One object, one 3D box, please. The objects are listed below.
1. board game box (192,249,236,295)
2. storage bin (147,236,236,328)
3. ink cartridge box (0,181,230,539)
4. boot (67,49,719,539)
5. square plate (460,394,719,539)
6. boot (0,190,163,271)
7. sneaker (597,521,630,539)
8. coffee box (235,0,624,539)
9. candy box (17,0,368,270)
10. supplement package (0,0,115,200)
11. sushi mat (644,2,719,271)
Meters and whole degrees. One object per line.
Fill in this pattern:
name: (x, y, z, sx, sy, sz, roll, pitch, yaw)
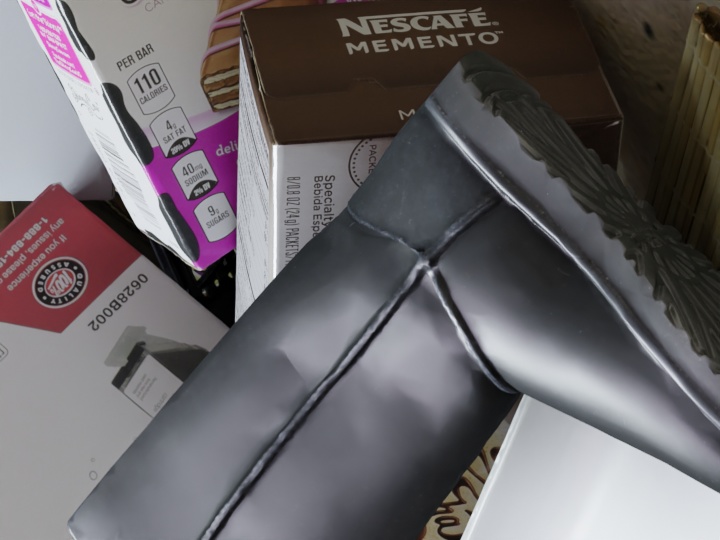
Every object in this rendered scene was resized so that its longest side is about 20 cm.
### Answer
board game box: (-0.031, 0.036, 1.204, 0.200, 0.105, 0.024, 39, 154, 40)
storage bin: (0.000, 0.000, 1.075, 0.200, 0.094, 0.135, 36, 155, 48)
ink cartridge box: (-0.091, 0.089, 1.025, 0.200, 0.147, 0.083, 39, 157, 10)
boot: (0.022, 0.062, 0.796, 0.165, 0.200, 0.066, 50, -158, 22)
square plate: (0.104, 0.127, 0.831, 0.200, 0.028, 0.198, 49, 133, 34)
boot: (-0.147, -0.016, 1.127, 0.200, 0.075, 0.097, 32, -161, -31)
sneaker: (0.127, 0.079, 0.865, 0.111, 0.077, 0.200, 26, 166, 1)
coffee box: (0.017, 0.013, 0.899, 0.080, 0.113, 0.200, -106, 16, -52)
candy box: (-0.052, -0.121, 0.910, 0.061, 0.136, 0.200, 30, 151, 59)
supplement package: (-0.166, -0.135, 1.016, 0.111, 0.155, 0.200, -104, 19, -46)
sushi mat: (0.126, -0.003, 0.865, 0.096, 0.012, 0.200, 47, 162, 18)
